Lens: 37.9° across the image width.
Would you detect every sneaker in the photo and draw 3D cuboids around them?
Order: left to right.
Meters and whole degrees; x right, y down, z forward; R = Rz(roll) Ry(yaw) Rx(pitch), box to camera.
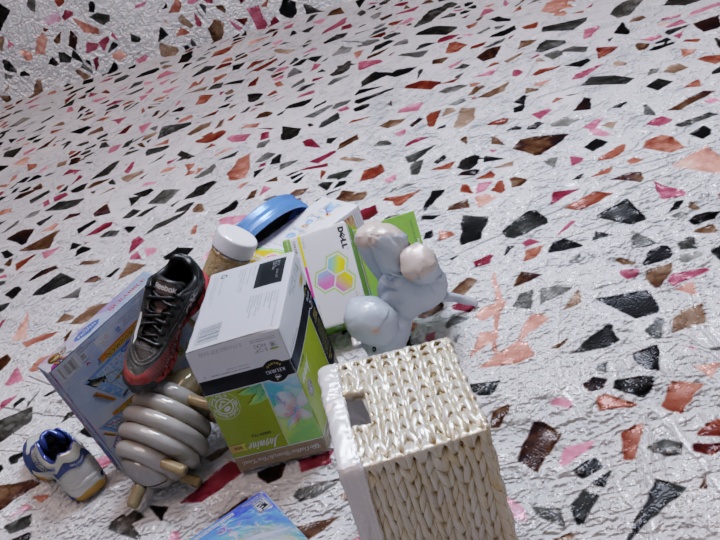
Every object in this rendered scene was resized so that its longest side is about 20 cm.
[{"bbox_3d":[-0.433,0.254,1.497,0.198,0.089,0.075,9,41,47],"label":"sneaker"},{"bbox_3d":[-0.263,0.061,1.385,0.070,0.099,0.203,17,59,11],"label":"sneaker"}]

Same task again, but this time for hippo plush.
[{"bbox_3d":[0.035,0.039,1.478,0.158,0.200,0.162,31,83,34],"label":"hippo plush"}]

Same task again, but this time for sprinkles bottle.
[{"bbox_3d":[-0.226,0.030,1.642,0.067,0.202,0.068,22,20,-8],"label":"sprinkles bottle"}]

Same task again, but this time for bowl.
[{"bbox_3d":[-0.168,-0.049,1.763,0.200,0.039,0.201,-41,-13,-12],"label":"bowl"}]

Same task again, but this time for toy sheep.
[{"bbox_3d":[-0.259,0.220,1.394,0.136,0.138,0.202,3,58,39],"label":"toy sheep"}]

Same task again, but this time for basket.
[{"bbox_3d":[0.059,0.206,1.111,0.158,0.203,0.199,-18,27,0],"label":"basket"}]

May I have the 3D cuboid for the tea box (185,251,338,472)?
[{"bbox_3d":[-0.123,0.119,1.396,0.131,0.199,0.201,-16,26,12],"label":"tea box"}]

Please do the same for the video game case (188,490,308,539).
[{"bbox_3d":[-0.146,0.352,1.164,0.198,0.046,0.181,-32,30,-19],"label":"video game case"}]

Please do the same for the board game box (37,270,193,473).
[{"bbox_3d":[-0.314,0.142,1.464,0.200,0.201,0.041,-44,33,-25],"label":"board game box"}]

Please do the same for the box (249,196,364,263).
[{"bbox_3d":[-0.086,-0.016,1.704,0.199,0.114,0.101,-36,31,-26],"label":"box"}]

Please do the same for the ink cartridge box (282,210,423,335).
[{"bbox_3d":[0.000,0.000,1.564,0.197,0.150,0.076,-17,-10,9],"label":"ink cartridge box"}]
